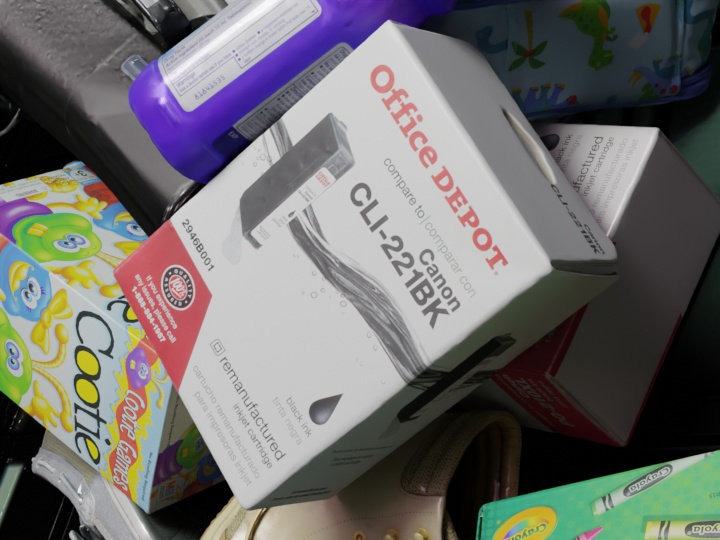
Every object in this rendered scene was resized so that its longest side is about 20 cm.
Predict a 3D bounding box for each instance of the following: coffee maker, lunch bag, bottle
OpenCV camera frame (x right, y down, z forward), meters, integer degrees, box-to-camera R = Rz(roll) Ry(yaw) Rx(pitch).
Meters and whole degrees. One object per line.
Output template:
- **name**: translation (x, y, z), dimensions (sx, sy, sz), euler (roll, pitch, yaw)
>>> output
- **coffee maker**: translation (-0.123, -0.079, 0.957), dimensions (0.200, 0.135, 0.192), euler (45, 104, 29)
- **lunch bag**: translation (0.086, -0.140, 0.930), dimensions (0.161, 0.200, 0.083), euler (36, 131, 52)
- **bottle**: translation (-0.016, -0.121, 0.805), dimensions (0.200, 0.084, 0.065), euler (-36, 83, 12)

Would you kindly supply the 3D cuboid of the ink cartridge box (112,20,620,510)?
- **ink cartridge box**: translation (0.000, 0.000, 0.803), dimensions (0.200, 0.084, 0.144), euler (-40, 70, 22)

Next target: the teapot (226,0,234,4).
- **teapot**: translation (-0.087, -0.109, 1.104), dimensions (0.200, 0.146, 0.198), euler (-8, 72, 9)

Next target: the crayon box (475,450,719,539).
- **crayon box**: translation (0.161, 0.127, 0.690), dimensions (0.200, 0.119, 0.058), euler (-18, 48, 33)

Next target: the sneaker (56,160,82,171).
- **sneaker**: translation (-0.220, 0.004, 1.202), dimensions (0.200, 0.075, 0.087), euler (-44, 46, 19)

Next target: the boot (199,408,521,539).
- **boot**: translation (-0.006, 0.155, 0.868), dimensions (0.155, 0.073, 0.200), euler (3, 58, 43)

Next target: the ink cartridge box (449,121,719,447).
- **ink cartridge box**: translation (0.073, -0.001, 0.904), dimensions (0.200, 0.084, 0.145), euler (8, 65, 46)

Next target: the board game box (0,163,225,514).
- **board game box**: translation (-0.146, 0.035, 0.991), dimensions (0.200, 0.103, 0.105), euler (33, 124, 31)

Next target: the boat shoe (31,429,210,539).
- **boat shoe**: translation (-0.151, 0.140, 1.018), dimensions (0.065, 0.074, 0.202), euler (-56, 35, 2)
